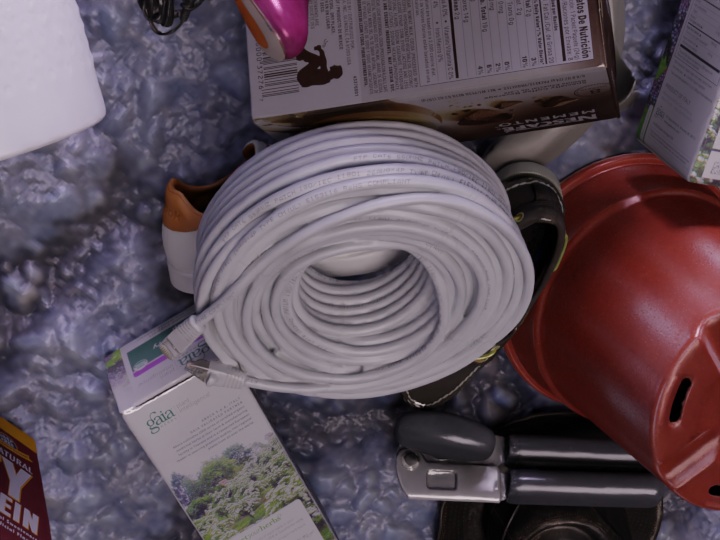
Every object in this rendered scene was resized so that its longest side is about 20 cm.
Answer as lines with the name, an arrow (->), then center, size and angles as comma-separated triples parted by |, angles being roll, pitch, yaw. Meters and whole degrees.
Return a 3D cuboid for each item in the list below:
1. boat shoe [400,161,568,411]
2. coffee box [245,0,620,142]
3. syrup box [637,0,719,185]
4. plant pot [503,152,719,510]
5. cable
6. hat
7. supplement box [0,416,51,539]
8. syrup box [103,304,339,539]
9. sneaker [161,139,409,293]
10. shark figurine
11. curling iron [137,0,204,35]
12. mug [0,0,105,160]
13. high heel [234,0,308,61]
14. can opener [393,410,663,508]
boat shoe -> 0.075, 0.023, 0.939 | 0.071, 0.061, 0.203 | 18, 121, -16
coffee box -> 0.045, -0.123, 0.799 | 0.197, 0.113, 0.081 | -7, 80, 12
syrup box -> 0.256, -0.158, 0.886 | 0.078, 0.082, 0.202 | 6, 114, -20
plant pot -> 0.218, 0.048, 0.936 | 0.198, 0.195, 0.203 | -7, 115, -15
cable -> 0.000, 0.000, 0.823 | 0.198, 0.070, 0.200 | 16, 133, -26
hat -> 0.160, 0.203, 1.059 | 0.198, 0.081, 0.203 | -7, 115, -16
supplement box -> -0.300, 0.188, 0.833 | 0.132, 0.198, 0.200 | 39, 98, -29
syrup box -> -0.089, 0.129, 0.942 | 0.078, 0.082, 0.201 | -30, 120, -4
sneaker -> -0.029, -0.044, 0.884 | 0.197, 0.073, 0.086 | -12, 120, -11
shark figurine -> 0.147, -0.151, 0.887 | 0.126, 0.090, 0.217 | -5, 118, -17
curling iron -> -0.130, -0.232, 0.787 | 0.049, 0.026, 0.202 | -2, 117, 24
mug -> -0.247, -0.139, 0.714 | 0.198, 0.147, 0.178 | -23, 108, -30
high heel -> -0.032, -0.184, 0.747 | 0.095, 0.201, 0.068 | -23, 126, 1
can opener -> 0.120, 0.139, 0.994 | 0.197, 0.053, 0.067 | 5, 151, -5
